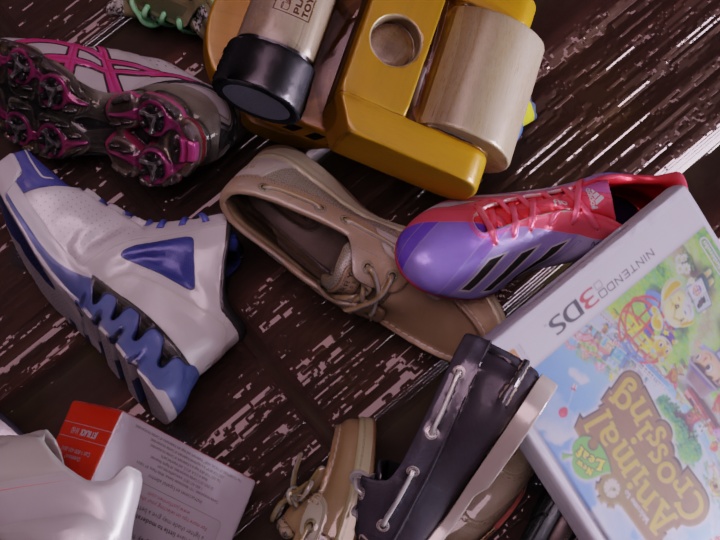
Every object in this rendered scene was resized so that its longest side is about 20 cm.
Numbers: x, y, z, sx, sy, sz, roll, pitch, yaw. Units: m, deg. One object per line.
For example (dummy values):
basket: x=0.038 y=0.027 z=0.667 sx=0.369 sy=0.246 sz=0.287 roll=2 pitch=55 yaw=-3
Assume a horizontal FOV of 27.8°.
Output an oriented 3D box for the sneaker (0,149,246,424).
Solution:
sneaker: x=-0.141 y=-0.006 z=0.938 sx=0.115 sy=0.081 sz=0.200 roll=-36 pitch=71 yaw=-21

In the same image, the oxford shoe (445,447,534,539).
oxford shoe: x=0.086 y=0.094 z=0.894 sx=0.070 sy=0.074 sz=0.201 roll=33 pitch=77 yaw=11

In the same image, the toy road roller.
toy road roller: x=0.000 y=-0.125 z=0.902 sx=0.198 sy=0.146 sz=0.124 roll=21 pitch=77 yaw=-8

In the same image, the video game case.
video game case: x=0.180 y=0.081 z=0.862 sx=0.181 sy=0.022 sz=0.201 roll=-36 pitch=97 yaw=-22

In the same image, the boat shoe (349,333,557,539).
boat shoe: x=0.027 y=0.122 z=0.805 sx=0.063 sy=0.073 sz=0.201 roll=38 pitch=104 yaw=6

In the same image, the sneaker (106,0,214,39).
sneaker: x=-0.130 y=-0.192 z=1.003 sx=0.088 sy=0.077 sz=0.201 roll=-38 pitch=73 yaw=18

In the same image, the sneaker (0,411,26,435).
sneaker: x=-0.288 y=0.133 z=0.889 sx=0.201 sy=0.077 sz=0.147 roll=27 pitch=67 yaw=17

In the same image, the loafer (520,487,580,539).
loafer: x=0.158 y=0.118 z=0.889 sx=0.062 sy=0.072 sz=0.201 roll=29 pitch=74 yaw=4

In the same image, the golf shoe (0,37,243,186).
golf shoe: x=-0.171 y=-0.112 z=0.977 sx=0.198 sy=0.073 sz=0.092 roll=21 pitch=30 yaw=21

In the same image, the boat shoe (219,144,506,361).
boat shoe: x=0.000 y=0.000 z=0.911 sx=0.199 sy=0.072 sz=0.065 roll=37 pitch=36 yaw=4

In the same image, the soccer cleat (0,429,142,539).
soccer cleat: x=-0.206 y=0.119 z=0.805 sx=0.198 sy=0.069 sz=0.078 roll=15 pitch=68 yaw=26

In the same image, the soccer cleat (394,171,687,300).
soccer cleat: x=0.112 y=-0.029 z=0.893 sx=0.198 sy=0.077 sz=0.067 roll=-7 pitch=66 yaw=-30

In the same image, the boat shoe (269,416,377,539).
boat shoe: x=-0.038 y=0.179 z=0.874 sx=0.062 sy=0.073 sz=0.202 roll=17 pitch=75 yaw=4

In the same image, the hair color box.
hair color box: x=-0.154 y=0.192 z=0.852 sx=0.064 sy=0.111 sz=0.202 roll=2 pitch=65 yaw=50

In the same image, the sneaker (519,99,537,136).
sneaker: x=0.027 y=-0.148 z=0.974 sx=0.078 sy=0.066 sz=0.200 roll=-40 pitch=76 yaw=-6
